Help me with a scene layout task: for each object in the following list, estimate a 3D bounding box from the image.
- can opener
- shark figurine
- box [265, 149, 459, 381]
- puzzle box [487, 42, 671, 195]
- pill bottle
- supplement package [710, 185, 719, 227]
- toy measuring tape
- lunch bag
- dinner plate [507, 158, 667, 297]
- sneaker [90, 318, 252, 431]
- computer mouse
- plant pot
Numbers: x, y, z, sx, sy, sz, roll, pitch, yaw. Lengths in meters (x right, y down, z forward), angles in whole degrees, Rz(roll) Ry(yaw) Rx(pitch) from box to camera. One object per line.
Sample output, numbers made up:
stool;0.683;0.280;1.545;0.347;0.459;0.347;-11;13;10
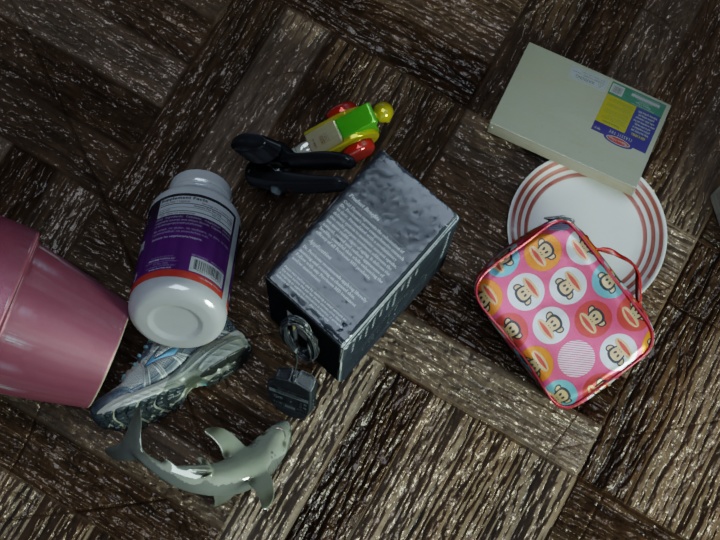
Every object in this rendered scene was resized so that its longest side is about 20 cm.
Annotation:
can opener;-0.076;-0.115;1.542;0.078;0.199;0.064;15;91;-42
shark figurine;-0.178;0.235;1.513;0.212;0.090;0.129;2;49;-19
box;0.000;0.000;1.520;0.124;0.200;0.197;42;77;9
puzzle box;0.273;-0.189;1.657;0.198;0.025;0.134;26;66;7
pill bottle;-0.199;-0.018;1.537;0.111;0.113;0.202;6;49;-1
supplement package;0.549;-0.077;1.569;0.189;0.200;0.149;-15;77;-7
toy measuring tape;-0.045;-0.152;1.639;0.199;0.073;0.074;-28;78;14
lunch bag;0.246;0.041;1.561;0.175;0.082;0.201;-36;89;5
dinner plate;0.277;-0.046;1.638;0.197;0.024;0.203;1;75;-4
sneaker;-0.230;0.114;1.554;0.199;0.078;0.087;-28;67;-17
computer mouse;-0.071;0.105;1.497;0.058;0.201;0.034;21;55;8
plant pot;-0.364;0.063;1.501;0.177;0.200;0.202;24;75;-14
